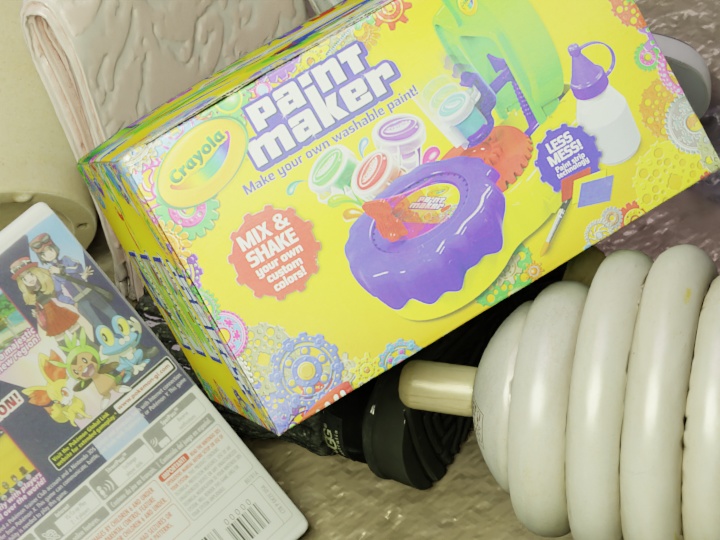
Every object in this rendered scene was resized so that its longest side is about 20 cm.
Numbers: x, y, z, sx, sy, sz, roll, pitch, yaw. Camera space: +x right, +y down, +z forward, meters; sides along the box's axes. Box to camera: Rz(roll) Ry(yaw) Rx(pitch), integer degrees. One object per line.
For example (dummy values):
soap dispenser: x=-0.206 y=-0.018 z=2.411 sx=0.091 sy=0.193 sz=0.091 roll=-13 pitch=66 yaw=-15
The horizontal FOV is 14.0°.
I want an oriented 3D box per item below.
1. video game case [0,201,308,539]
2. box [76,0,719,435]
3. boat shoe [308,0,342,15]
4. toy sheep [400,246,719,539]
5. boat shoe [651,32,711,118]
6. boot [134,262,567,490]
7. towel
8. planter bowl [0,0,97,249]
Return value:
video game case: x=-0.148 y=0.100 z=1.212 sx=0.200 sy=0.182 sz=0.023 roll=-41 pitch=3 yaw=-26
box: x=0.007 y=-0.043 z=1.165 sx=0.199 sy=0.122 sz=0.193 roll=-31 pitch=6 yaw=-8
boat shoe: x=0.016 y=-0.131 z=1.385 sx=0.072 sy=0.069 sz=0.200 roll=-27 pitch=38 yaw=0
toy sheep: x=0.114 y=0.052 z=1.116 sx=0.199 sy=0.138 sz=0.138 roll=1 pitch=43 yaw=15
boat shoe: x=0.073 y=-0.095 z=1.423 sx=0.199 sy=0.070 sz=0.066 roll=-8 pitch=42 yaw=20
boot: x=-0.001 y=-0.001 z=1.326 sx=0.157 sy=0.080 sz=0.211 roll=14 pitch=49 yaw=30
towel: x=-0.086 y=-0.112 z=1.392 sx=0.032 sy=0.192 sz=0.200 roll=8 pitch=45 yaw=24
planter bowl: x=-0.196 y=-0.066 z=1.397 sx=0.199 sy=0.200 sz=0.135 roll=-16 pitch=68 yaw=-1
